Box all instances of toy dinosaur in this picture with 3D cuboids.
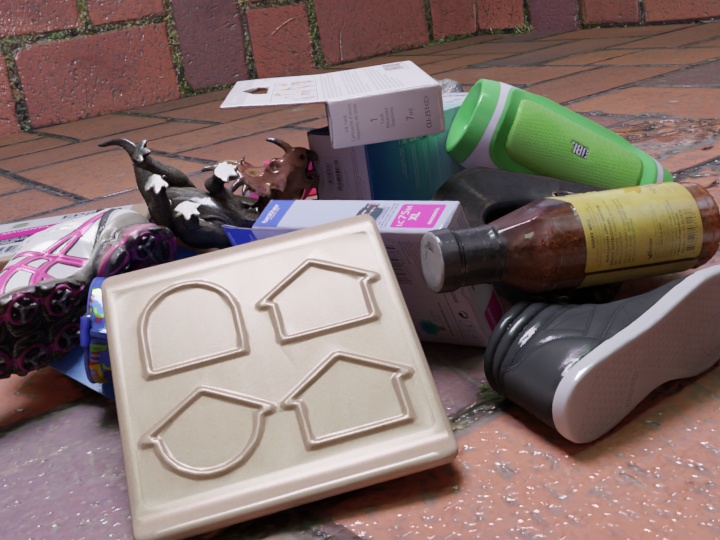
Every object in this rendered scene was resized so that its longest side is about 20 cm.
[{"bbox_3d":[-0.133,-0.037,0.840,0.200,0.136,0.086,-26,25,-28],"label":"toy dinosaur"},{"bbox_3d":[-0.143,-0.051,0.763,0.200,0.102,0.077,16,60,15],"label":"toy dinosaur"}]

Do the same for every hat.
[{"bbox_3d":[0.151,-0.014,0.735,0.200,0.081,0.201,5,29,-3],"label":"hat"}]

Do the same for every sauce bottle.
[{"bbox_3d":[0.139,-0.020,0.606,0.200,0.066,0.066,-6,16,-17],"label":"sauce bottle"}]

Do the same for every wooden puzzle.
[{"bbox_3d":[-0.056,0.062,0.563,0.185,0.046,0.200,-14,51,-7],"label":"wooden puzzle"}]

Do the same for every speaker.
[{"bbox_3d":[0.182,-0.099,0.837,0.200,0.089,0.088,24,15,-10],"label":"speaker"}]

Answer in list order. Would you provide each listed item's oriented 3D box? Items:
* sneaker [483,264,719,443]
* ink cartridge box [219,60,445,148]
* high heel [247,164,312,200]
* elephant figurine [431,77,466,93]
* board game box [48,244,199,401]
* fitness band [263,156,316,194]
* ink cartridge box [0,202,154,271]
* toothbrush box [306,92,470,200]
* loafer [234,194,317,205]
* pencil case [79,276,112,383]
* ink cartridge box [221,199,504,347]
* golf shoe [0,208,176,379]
[{"bbox_3d":[0.163,0.035,0.591,0.200,0.071,0.099,-24,28,-30],"label":"sneaker"},{"bbox_3d":[-0.027,-0.147,0.810,0.176,0.045,0.200,-7,18,-1],"label":"ink cartridge box"},{"bbox_3d":[-0.089,-0.086,1.093,0.096,0.068,0.200,-6,30,43],"label":"high heel"},{"bbox_3d":[0.098,-0.234,1.343,0.141,0.155,0.200,-32,29,-1],"label":"elephant figurine"},{"bbox_3d":[-0.182,0.044,0.746,0.200,0.039,0.158,22,48,23],"label":"board game box"},{"bbox_3d":[-0.059,-0.144,1.321,0.200,0.038,0.144,-21,24,-32],"label":"fitness band"},{"bbox_3d":[-0.312,-0.005,0.936,0.200,0.075,0.165,-10,19,-2],"label":"ink cartridge box"},{"bbox_3d":[0.058,-0.086,0.896,0.200,0.147,0.085,-23,23,-36],"label":"toothbrush box"},{"bbox_3d":[-0.119,-0.046,0.951,0.200,0.071,0.073,-16,18,-1],"label":"loafer"},{"bbox_3d":[-0.100,0.041,0.654,0.199,0.078,0.087,-2,-6,2],"label":"pencil case"},{"bbox_3d":[0.000,0.000,0.699,0.200,0.119,0.042,1,46,32],"label":"ink cartridge box"},{"bbox_3d":[-0.241,0.014,0.702,0.092,0.073,0.200,24,40,29],"label":"golf shoe"}]
